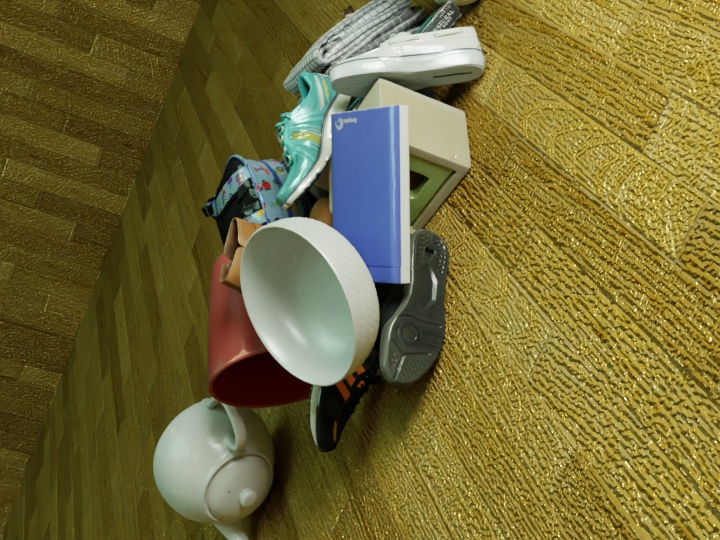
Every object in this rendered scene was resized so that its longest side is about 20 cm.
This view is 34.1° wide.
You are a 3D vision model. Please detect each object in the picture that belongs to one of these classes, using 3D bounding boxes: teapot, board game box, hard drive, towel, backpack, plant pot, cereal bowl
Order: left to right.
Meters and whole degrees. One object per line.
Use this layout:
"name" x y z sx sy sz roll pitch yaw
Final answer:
"teapot" -0.197 0.290 1.711 0.198 0.200 0.146 -54 44 -1
"backpack" -0.137 -0.081 1.719 0.184 0.133 0.200 68 156 18
"plant pot" -0.123 0.068 1.604 0.200 0.198 0.179 -46 48 49
"cereal bowl" -0.049 0.028 1.383 0.199 0.083 0.202 24 127 36
"towel" -0.002 -0.316 1.709 0.199 0.086 0.165 -38 3 -20
"hard drive" 0.010 -0.088 1.390 0.131 0.025 0.203 3 94 54
"board game box" 0.053 -0.274 1.580 0.200 0.028 0.135 -49 8 2

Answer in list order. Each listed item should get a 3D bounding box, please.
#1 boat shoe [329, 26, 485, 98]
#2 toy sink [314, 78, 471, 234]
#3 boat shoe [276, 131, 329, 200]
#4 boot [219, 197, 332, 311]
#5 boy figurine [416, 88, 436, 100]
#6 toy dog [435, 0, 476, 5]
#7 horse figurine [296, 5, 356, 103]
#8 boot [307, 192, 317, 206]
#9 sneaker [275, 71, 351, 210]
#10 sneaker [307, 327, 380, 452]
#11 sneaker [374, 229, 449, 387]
"boat shoe" 0.057 -0.266 1.487 0.074 0.197 0.068 99 165 -69
"toy sink" 0.035 -0.122 1.507 0.200 0.129 0.113 -50 31 42
"boat shoe" -0.069 -0.172 1.703 0.073 0.074 0.201 -40 37 11
"boot" -0.102 -0.033 1.520 0.077 0.154 0.202 -33 40 52
"boy figurine" 0.026 -0.180 1.647 0.200 0.064 0.125 -50 5 47
"toy dog" 0.069 -0.429 1.563 0.140 0.198 0.196 -53 28 41
"horse figurine" -0.027 -0.309 1.846 0.050 0.132 0.202 22 86 49
"boot" -0.071 -0.114 1.832 0.168 0.076 0.202 -51 27 40
"sneaker" -0.077 -0.169 1.534 0.077 0.079 0.202 -39 31 60
"sneaker" -0.007 0.131 1.472 0.070 0.089 0.203 46 -127 -71
"sneaker" 0.049 0.059 1.410 0.114 0.075 0.202 -44 32 53
